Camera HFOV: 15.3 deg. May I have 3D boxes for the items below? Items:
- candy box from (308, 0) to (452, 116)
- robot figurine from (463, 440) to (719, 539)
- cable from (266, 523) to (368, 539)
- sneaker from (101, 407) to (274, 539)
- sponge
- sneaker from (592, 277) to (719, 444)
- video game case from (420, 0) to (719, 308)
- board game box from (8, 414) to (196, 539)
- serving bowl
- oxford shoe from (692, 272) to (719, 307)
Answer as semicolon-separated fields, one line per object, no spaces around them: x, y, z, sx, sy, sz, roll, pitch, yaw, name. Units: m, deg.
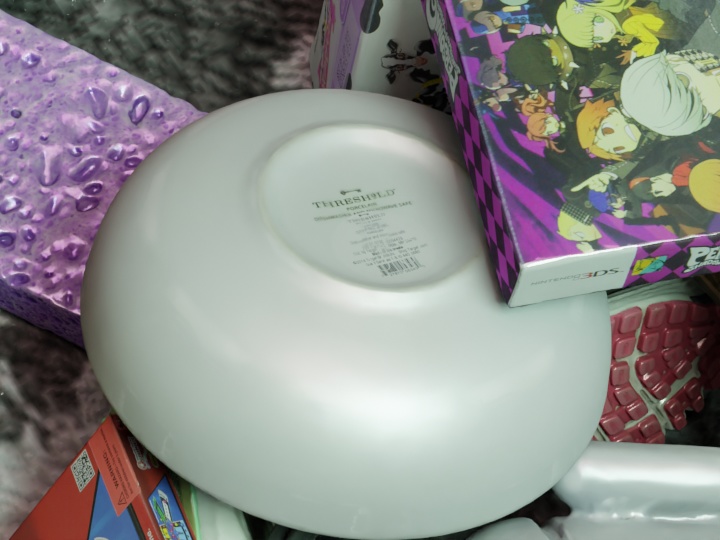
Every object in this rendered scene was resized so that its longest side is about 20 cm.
0.088;-0.106;1.088;0.198;0.168;0.072;-2;62;-10;candy box
0.102;0.148;0.988;0.198;0.113;0.171;1;91;-10;robot figurine
0.008;0.058;1.009;0.096;0.050;0.201;6;53;-4;cable
-0.081;0.088;1.005;0.088;0.077;0.201;-21;72;12;sneaker
-0.098;-0.023;1.090;0.199;0.030;0.112;26;62;3;sponge
0.119;0.017;1.090;0.199;0.081;0.075;-26;41;-22;sneaker
0.115;-0.094;0.970;0.180;0.036;0.201;-9;65;-12;video game case
-0.073;0.162;0.945;0.019;0.103;0.201;3;50;-40;board game box
0.000;0.000;0.970;0.199;0.066;0.201;7;45;-7;serving bowl
0.162;-0.013;1.008;0.071;0.072;0.201;-11;43;-5;oxford shoe
